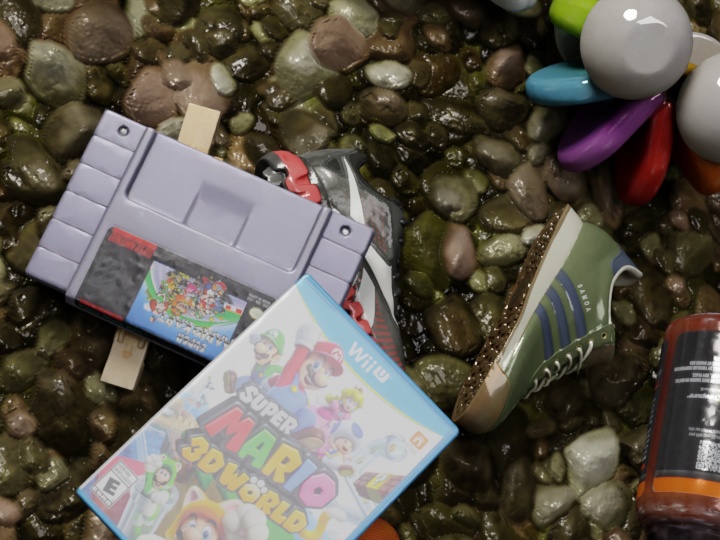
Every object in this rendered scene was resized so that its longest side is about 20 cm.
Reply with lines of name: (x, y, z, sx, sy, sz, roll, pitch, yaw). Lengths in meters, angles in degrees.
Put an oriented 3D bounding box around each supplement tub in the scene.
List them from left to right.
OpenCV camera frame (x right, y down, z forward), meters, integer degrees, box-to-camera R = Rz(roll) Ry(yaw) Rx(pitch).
supplement tub: (0.264, 0.140, 1.054, 0.107, 0.107, 0.201, 21, 69, -16)

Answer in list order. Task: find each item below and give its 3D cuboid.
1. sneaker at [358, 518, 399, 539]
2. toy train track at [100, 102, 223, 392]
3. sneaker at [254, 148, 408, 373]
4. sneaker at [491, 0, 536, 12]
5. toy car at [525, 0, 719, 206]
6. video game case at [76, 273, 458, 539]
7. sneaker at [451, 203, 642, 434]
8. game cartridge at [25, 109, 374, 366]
sneaker: (-0.057, 0.208, 0.918, 0.199, 0.077, 0.073, -15, 80, -27)
toy train track: (-0.135, -0.015, 0.969, 0.114, 0.033, 0.201, 16, 77, 0)
sneaker: (0.000, 0.000, 1.001, 0.098, 0.071, 0.201, -20, 82, -24)
sneaker: (0.041, -0.249, 1.100, 0.200, 0.076, 0.105, 41, 83, -8)
toy car: (0.216, -0.132, 1.099, 0.200, 0.175, 0.150, 32, 102, -12)
video game case: (-0.055, 0.119, 0.884, 0.143, 0.018, 0.200, 45, 73, 4)
sneaker: (0.148, 0.049, 1.050, 0.090, 0.067, 0.201, 32, 62, -5)
game cartridge: (-0.106, -0.009, 0.937, 0.199, 0.038, 0.130, 24, 74, 1)
